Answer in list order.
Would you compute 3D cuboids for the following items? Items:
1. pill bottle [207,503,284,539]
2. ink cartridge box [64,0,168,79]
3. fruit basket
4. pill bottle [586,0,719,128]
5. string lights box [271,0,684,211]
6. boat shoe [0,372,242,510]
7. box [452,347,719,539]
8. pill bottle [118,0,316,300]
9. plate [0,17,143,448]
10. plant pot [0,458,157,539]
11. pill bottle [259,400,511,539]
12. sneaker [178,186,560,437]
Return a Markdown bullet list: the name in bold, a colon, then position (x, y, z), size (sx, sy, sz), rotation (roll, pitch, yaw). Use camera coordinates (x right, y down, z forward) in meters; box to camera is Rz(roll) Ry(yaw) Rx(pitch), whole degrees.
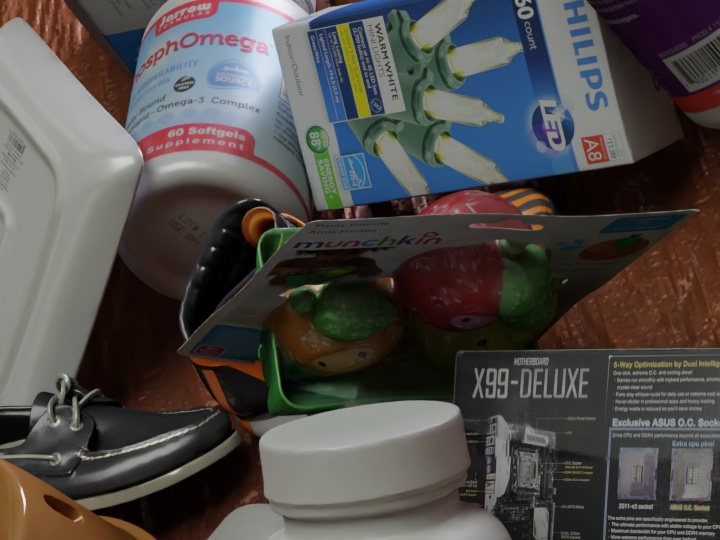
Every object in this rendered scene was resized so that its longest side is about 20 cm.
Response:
- **pill bottle**: position (-0.035, 0.169, 1.236), size (0.114, 0.114, 0.200), rotation (19, 64, 46)
- **ink cartridge box**: position (-0.101, -0.229, 1.654), size (0.200, 0.147, 0.145), rotation (-39, 39, -3)
- **fruit basket**: position (0.031, 0.015, 1.249), size (0.200, 0.184, 0.094), rotation (148, 118, -65)
- **pill bottle**: position (0.141, -0.170, 1.290), size (0.112, 0.200, 0.113), rotation (-39, 15, 12)
- **string lights box**: position (0.058, -0.097, 1.420), size (0.199, 0.103, 0.059), rotation (-8, 11, 38)
- **boat shoe**: position (-0.158, 0.088, 1.425), size (0.199, 0.063, 0.073), rotation (-11, 11, 22)
- **box**: position (0.128, 0.113, 1.165), size (0.199, 0.050, 0.159), rotation (-3, 80, 35)
- **pill bottle**: position (-0.073, -0.087, 1.523), size (0.108, 0.109, 0.201), rotation (-17, 43, 22)
- **plate**: position (-0.195, -0.016, 1.517), size (0.200, 0.032, 0.201), rotation (46, 121, 52)
- **plant pot**: position (-0.180, 0.180, 1.314), size (0.199, 0.140, 0.201), rotation (-20, 43, 19)
- **pill bottle**: position (0.014, 0.160, 1.128), size (0.112, 0.201, 0.113), rotation (-8, 7, 1)
- **sneaker**: position (0.000, 0.000, 1.379), size (0.200, 0.112, 0.078), rotation (-33, 39, 4)
